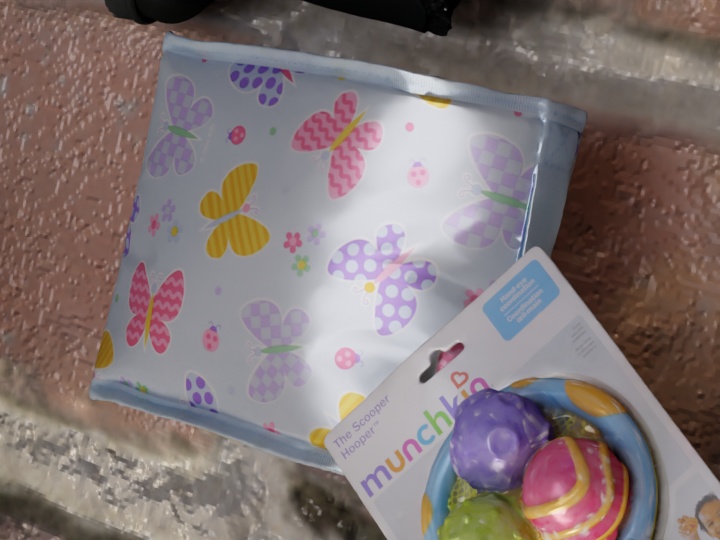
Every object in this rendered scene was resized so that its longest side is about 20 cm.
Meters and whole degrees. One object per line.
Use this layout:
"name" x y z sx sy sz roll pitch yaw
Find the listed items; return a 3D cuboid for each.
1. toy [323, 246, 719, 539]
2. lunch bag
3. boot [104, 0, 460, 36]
"toy" 0.068 0.093 0.798 0.115 0.047 0.200 -42 61 10
"lunch bag" 0.000 0.000 0.947 0.199 0.127 0.171 12 91 44
"boot" -0.032 -0.141 0.985 0.161 0.198 0.074 13 82 4
